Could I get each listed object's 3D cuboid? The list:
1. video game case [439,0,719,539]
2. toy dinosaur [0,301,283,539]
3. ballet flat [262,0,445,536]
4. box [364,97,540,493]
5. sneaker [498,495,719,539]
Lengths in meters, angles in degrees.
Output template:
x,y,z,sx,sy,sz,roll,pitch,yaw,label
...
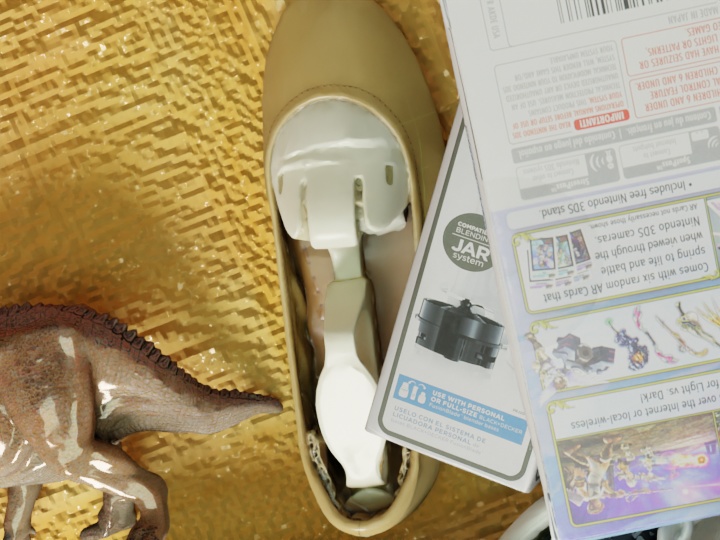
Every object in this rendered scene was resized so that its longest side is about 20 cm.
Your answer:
x,y,z,sx,sy,sz,roll,pitch,yaw,label
0.136,-0.026,0.672,0.198,0.045,0.183,-11,104,6,video game case
-0.135,0.043,0.838,0.198,0.086,0.137,-11,95,6,toy dinosaur
0.000,0.000,0.811,0.068,0.063,0.202,-6,102,11,ballet flat
0.071,-0.039,0.758,0.060,0.117,0.201,19,105,15,box
0.099,0.082,0.755,0.073,0.071,0.200,37,73,8,sneaker
